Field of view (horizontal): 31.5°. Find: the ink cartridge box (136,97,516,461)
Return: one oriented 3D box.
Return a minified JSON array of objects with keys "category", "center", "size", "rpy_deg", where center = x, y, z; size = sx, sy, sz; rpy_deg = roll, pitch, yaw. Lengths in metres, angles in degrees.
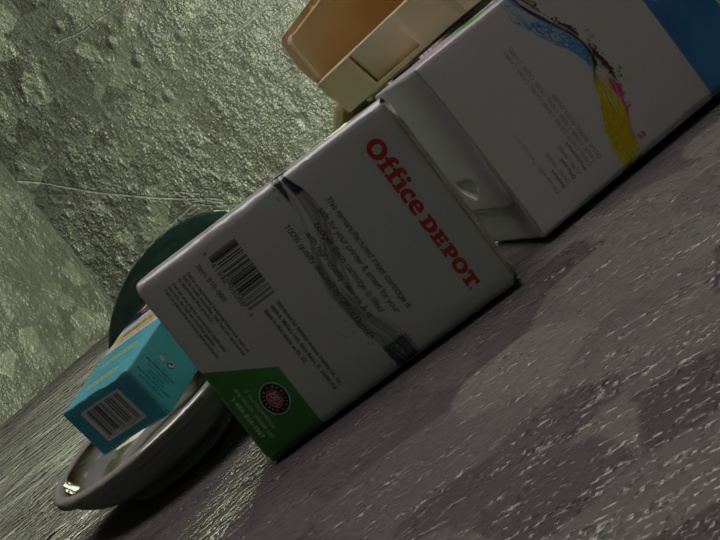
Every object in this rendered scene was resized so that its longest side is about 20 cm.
[{"category":"ink cartridge box","center":[-0.020,0.002,0.833],"size":[0.200,0.147,0.083],"rpy_deg":[-36,6,7]}]

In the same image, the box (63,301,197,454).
[{"category":"box","center":[-0.159,0.056,1.036],"size":[0.082,0.049,0.200],"rpy_deg":[-33,18,31]}]

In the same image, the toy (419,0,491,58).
[{"category":"toy","center":[0.110,-0.161,1.063],"size":[0.115,0.200,0.047],"rpy_deg":[-31,-26,22]}]

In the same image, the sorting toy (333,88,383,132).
[{"category":"sorting toy","center":[0.024,-0.108,1.295],"size":[0.036,0.200,0.185],"rpy_deg":[7,27,19]}]

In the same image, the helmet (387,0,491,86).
[{"category":"helmet","center":[0.131,-0.204,1.200],"size":[0.191,0.200,0.200],"rpy_deg":[-36,7,15]}]

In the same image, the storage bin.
[{"category":"storage bin","center":[0.049,-0.249,1.011],"size":[0.199,0.094,0.200],"rpy_deg":[-58,14,-29]}]

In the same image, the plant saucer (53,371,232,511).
[{"category":"plant saucer","center":[-0.157,0.130,1.026],"size":[0.200,0.050,0.200],"rpy_deg":[-38,14,11]}]

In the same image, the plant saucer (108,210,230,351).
[{"category":"plant saucer","center":[-0.166,0.032,1.209],"size":[0.039,0.201,0.201],"rpy_deg":[26,56,37]}]

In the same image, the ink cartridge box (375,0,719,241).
[{"category":"ink cartridge box","center":[0.140,-0.137,0.918],"size":[0.200,0.146,0.147],"rpy_deg":[-40,7,-8]}]

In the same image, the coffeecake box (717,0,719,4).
[{"category":"coffeecake box","center":[0.282,-0.276,1.072],"size":[0.200,0.154,0.073],"rpy_deg":[-37,7,0]}]
